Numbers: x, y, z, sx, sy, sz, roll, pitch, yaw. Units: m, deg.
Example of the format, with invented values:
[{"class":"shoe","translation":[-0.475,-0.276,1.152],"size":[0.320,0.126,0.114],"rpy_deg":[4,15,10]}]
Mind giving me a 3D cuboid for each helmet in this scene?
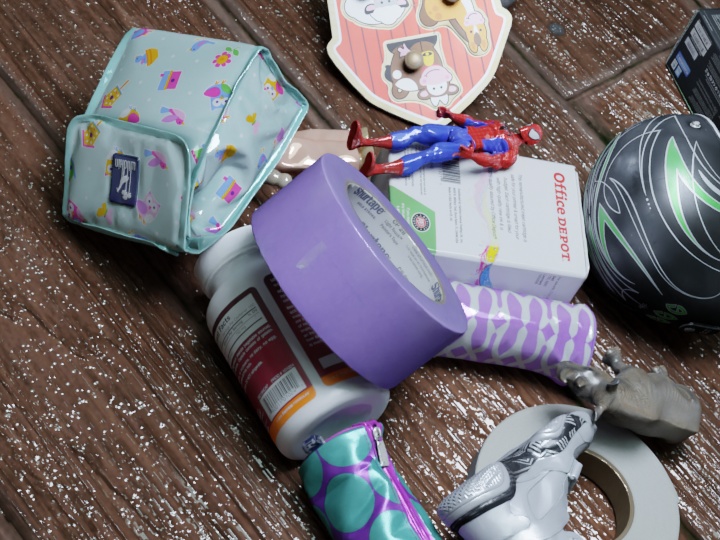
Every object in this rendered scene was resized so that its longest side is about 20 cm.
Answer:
[{"class":"helmet","translation":[0.311,-0.051,1.822],"size":[0.191,0.200,0.200],"rpy_deg":[35,50,-8]}]

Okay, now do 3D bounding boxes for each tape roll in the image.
[{"class":"tape roll","translation":[0.000,0.000,1.610],"size":[0.200,0.085,0.200],"rpy_deg":[47,14,-16]},{"class":"tape roll","translation":[0.194,0.215,1.681],"size":[0.203,0.037,0.203],"rpy_deg":[9,52,-12]}]

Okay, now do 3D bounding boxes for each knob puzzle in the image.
[{"class":"knob puzzle","translation":[0.063,-0.246,1.918],"size":[0.220,0.030,0.220],"rpy_deg":[0,87,-3]}]

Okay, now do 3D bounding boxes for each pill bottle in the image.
[{"class":"pill bottle","translation":[-0.067,0.060,1.653],"size":[0.113,0.113,0.200],"rpy_deg":[-17,62,-29]}]

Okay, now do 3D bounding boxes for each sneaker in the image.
[{"class":"sneaker","translation":[0.161,0.206,1.609],"size":[0.200,0.075,0.115],"rpy_deg":[-28,80,-44]}]

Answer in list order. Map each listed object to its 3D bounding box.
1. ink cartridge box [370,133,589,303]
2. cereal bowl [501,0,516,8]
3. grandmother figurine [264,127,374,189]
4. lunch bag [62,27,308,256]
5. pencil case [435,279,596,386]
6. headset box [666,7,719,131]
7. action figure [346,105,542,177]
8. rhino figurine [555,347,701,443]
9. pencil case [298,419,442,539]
[{"class":"ink cartridge box","translation":[0.112,-0.042,1.810],"size":[0.200,0.084,0.145],"rpy_deg":[9,51,-13]},{"class":"cereal bowl","translation":[0.092,-0.348,2.030],"size":[0.200,0.083,0.200],"rpy_deg":[10,53,-13]},{"class":"grandmother figurine","translation":[-0.090,-0.116,1.815],"size":[0.200,0.061,0.121],"rpy_deg":[4,27,-13]},{"class":"lunch bag","translation":[-0.173,-0.113,1.692],"size":[0.170,0.122,0.200],"rpy_deg":[14,67,35]},{"class":"pencil case","translation":[0.123,0.058,1.745],"size":[0.200,0.084,0.086],"rpy_deg":[9,88,-10]},{"class":"headset box","translation":[0.474,-0.204,2.052],"size":[0.200,0.093,0.174],"rpy_deg":[-8,58,-24]},{"class":"action figure","translation":[0.089,-0.125,1.782],"size":[0.200,0.052,0.065],"rpy_deg":[-5,49,-27]},{"class":"rhino figurine","translation":[0.247,0.115,1.706],"size":[0.200,0.060,0.087],"rpy_deg":[17,22,-47]},{"class":"pencil case","translation":[0.026,0.225,1.579],"size":[0.085,0.092,0.200],"rpy_deg":[-6,57,-49]}]
